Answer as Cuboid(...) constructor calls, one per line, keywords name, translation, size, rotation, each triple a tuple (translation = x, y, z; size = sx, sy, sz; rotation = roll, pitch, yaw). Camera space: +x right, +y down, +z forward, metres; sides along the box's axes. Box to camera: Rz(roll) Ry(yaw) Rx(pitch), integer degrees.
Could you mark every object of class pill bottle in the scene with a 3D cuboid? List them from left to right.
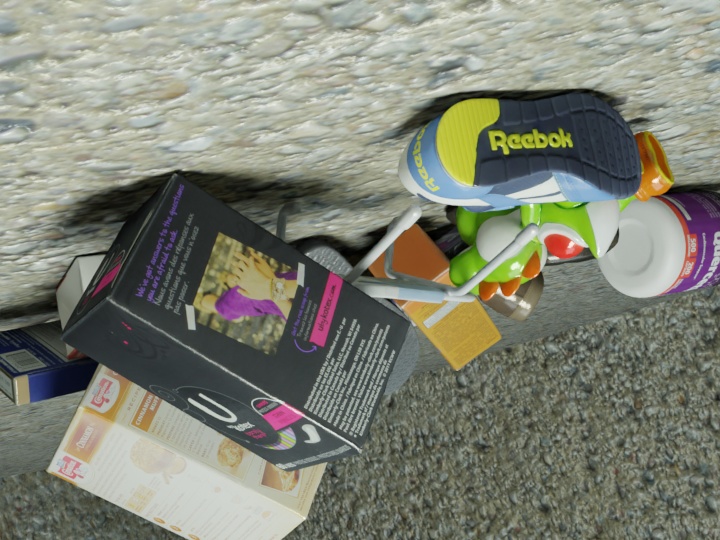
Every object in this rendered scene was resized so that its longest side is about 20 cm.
Cuboid(name="pill bottle", translation=(0.367, -0.033, 1.324), size=(0.199, 0.113, 0.112), rotation=(-7, 168, -40))

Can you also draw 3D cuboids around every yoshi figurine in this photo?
Cuboid(name="yoshi figurine", translation=(0.147, -0.060, 0.958), size=(0.200, 0.113, 0.112), rotation=(-36, -171, 31))

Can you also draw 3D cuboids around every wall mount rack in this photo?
Cuboid(name="wall mount rack", translation=(0.029, -0.014, 0.890), size=(0.199, 0.075, 0.173), rotation=(5, -176, -37))

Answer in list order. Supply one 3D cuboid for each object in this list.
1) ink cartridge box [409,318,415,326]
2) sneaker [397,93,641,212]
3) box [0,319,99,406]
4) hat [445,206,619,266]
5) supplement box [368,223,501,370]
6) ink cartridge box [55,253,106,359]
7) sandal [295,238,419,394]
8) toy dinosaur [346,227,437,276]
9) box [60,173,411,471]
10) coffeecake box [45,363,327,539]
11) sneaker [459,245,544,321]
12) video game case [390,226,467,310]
Cuboid(name="ink cartridge box", translation=(-0.007, 0.066, 1.433), size=(0.197, 0.047, 0.200), rotation=(-18, 178, -12))
Cuboid(name="sneaker", translation=(0.113, -0.079, 0.814), size=(0.199, 0.074, 0.082), rotation=(1, 166, -34))
Cuboid(name="box", translation=(-0.245, 0.071, 1.077), size=(0.199, 0.033, 0.121), rotation=(-13, -159, -35))
Cuboid(name="hat", translation=(0.185, -0.044, 1.086), size=(0.200, 0.081, 0.201), rotation=(-14, 170, -3))
Cuboid(name="supplement box", translation=(0.077, 0.032, 1.159), size=(0.069, 0.067, 0.200), rotation=(-41, 149, 2))
Cuboid(name="ink cartridge box", translation=(-0.150, 0.020, 1.003), size=(0.199, 0.068, 0.116), rotation=(-8, 169, -26))
Cuboid(name="sandal", translation=(-0.005, 0.040, 1.128), size=(0.076, 0.200, 0.043), rotation=(-38, -146, -5))
Cuboid(name="toy dinosaur", translation=(0.000, 0.000, 1.203), size=(0.101, 0.058, 0.200), rotation=(-30, 165, -29))
Cuboid(name="box", translation=(-0.086, 0.043, 0.811), size=(0.200, 0.106, 0.122), rotation=(33, 151, -16))
Cuboid(name="coffeecake box", translation=(-0.147, 0.158, 0.980), size=(0.199, 0.073, 0.154), rotation=(28, 144, -9))
Cuboid(name="sneaker", translation=(0.137, -0.014, 1.200), size=(0.075, 0.071, 0.200), rotation=(29, -168, -10))
Cuboid(name="video game case", translation=(0.033, 0.031, 1.233), size=(0.200, 0.019, 0.143), rotation=(-36, 168, -5))
